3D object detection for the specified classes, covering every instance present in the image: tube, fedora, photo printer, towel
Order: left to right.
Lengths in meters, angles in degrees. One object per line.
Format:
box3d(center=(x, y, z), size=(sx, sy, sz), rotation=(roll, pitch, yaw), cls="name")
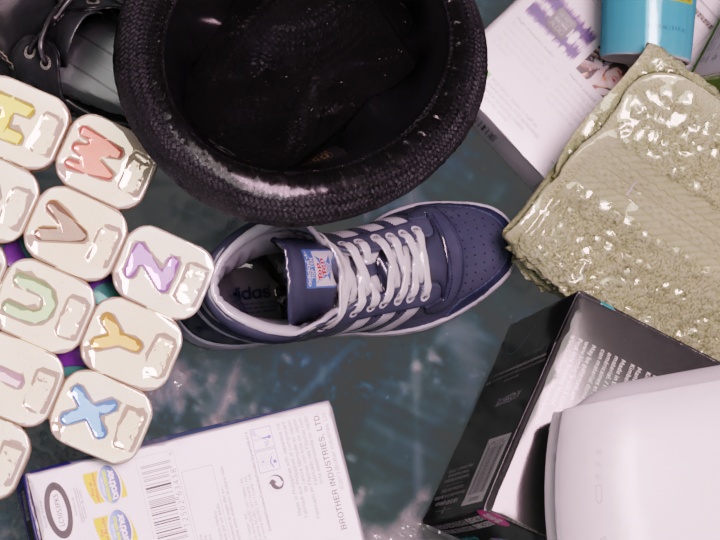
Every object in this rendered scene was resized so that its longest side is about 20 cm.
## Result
box3d(center=(-0.036, -0.098, 1.236), size=(0.199, 0.092, 0.202), rotation=(5, 67, -13), cls="fedora")
box3d(center=(0.165, -0.215, 1.324), size=(0.077, 0.050, 0.202), rotation=(4, 88, -28), cls="tube")
box3d(center=(0.189, -0.015, 1.316), size=(0.199, 0.037, 0.149), rotation=(34, 98, -17), cls="towel")
box3d(center=(0.189, 0.127, 1.159), size=(0.198, 0.069, 0.168), rotation=(-8, 83, -12), cls="photo printer")

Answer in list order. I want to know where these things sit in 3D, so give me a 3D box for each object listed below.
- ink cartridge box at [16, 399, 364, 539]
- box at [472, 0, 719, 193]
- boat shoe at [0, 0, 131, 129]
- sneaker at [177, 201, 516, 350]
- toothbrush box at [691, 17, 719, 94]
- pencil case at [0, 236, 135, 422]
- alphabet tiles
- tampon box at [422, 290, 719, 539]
box3d(center=(-0.099, 0.157, 1.252), size=(0.199, 0.076, 0.137), rotation=(-13, 83, -14), cls="ink cartridge box")
box3d(center=(0.160, -0.123, 1.366), size=(0.200, 0.036, 0.144), rotation=(-43, 91, -12), cls="box")
box3d(center=(-0.146, -0.118, 1.291), size=(0.199, 0.066, 0.075), rotation=(37, 77, -3), cls="boat shoe")
box3d(center=(0.000, 0.000, 1.278), size=(0.199, 0.108, 0.071), rotation=(-12, 84, -12), cls="sneaker")
box3d(center=(0.306, -0.113, 1.340), size=(0.199, 0.086, 0.146), rotation=(34, 77, -20), cls="toothbrush box")
box3d(center=(-0.207, 0.008, 1.250), size=(0.199, 0.085, 0.093), rotation=(27, 87, -5), cls="pencil case")
box3d(center=(-0.182, 0.008, 1.204), size=(0.195, 0.015, 0.201), rotation=(24, 85, -4), cls="alphabet tiles")
box3d(center=(0.159, 0.119, 1.268), size=(0.199, 0.150, 0.127), rotation=(27, 77, -5), cls="tampon box")
